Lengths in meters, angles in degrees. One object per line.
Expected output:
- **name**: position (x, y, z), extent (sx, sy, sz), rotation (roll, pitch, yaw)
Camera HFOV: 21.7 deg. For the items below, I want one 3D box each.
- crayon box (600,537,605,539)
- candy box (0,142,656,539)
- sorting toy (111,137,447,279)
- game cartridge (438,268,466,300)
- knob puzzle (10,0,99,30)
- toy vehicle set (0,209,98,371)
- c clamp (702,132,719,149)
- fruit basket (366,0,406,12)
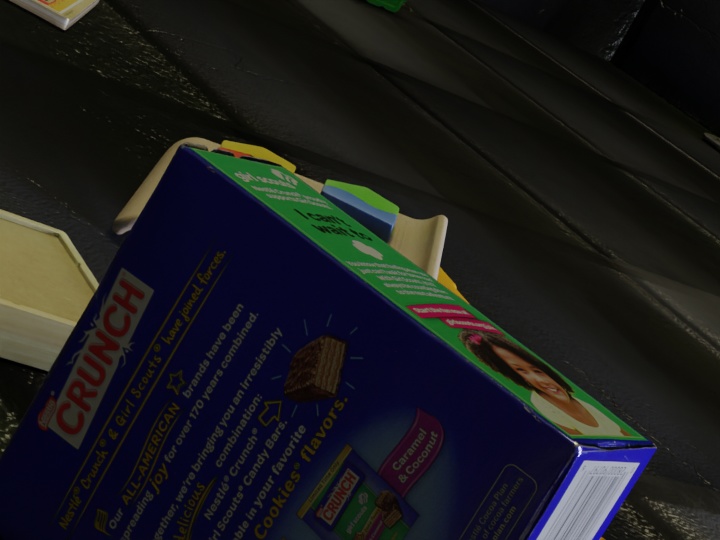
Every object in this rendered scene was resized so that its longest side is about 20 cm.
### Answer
- **crayon box**: position (0.074, 0.158, 0.848), extent (0.127, 0.051, 0.200), rotation (36, 16, 21)
- **candy box**: position (-0.023, 0.076, 0.690), extent (0.200, 0.170, 0.077), rotation (37, 12, 27)
- **sorting toy**: position (-0.044, -0.036, 1.201), extent (0.199, 0.037, 0.185), rotation (16, 20, 0)
- **game cartridge**: position (0.000, 0.000, 1.290), extent (0.175, 0.033, 0.200), rotation (22, 17, -29)
- **knob puzzle**: position (-0.322, -0.280, 1.623), extent (0.219, 0.031, 0.220), rotation (28, 14, -8)
- **toy vehicle set**: position (-0.213, -0.009, 0.899), extent (0.199, 0.027, 0.124), rotation (20, 17, -34)
- **c clamp**: position (0.722, -0.211, 3.494), extent (0.170, 0.027, 0.200), rotation (24, 15, -25)
- **fruit basket**: position (-0.016, -0.489, 2.773), extent (0.215, 0.156, 0.216), rotation (36, 25, -20)
